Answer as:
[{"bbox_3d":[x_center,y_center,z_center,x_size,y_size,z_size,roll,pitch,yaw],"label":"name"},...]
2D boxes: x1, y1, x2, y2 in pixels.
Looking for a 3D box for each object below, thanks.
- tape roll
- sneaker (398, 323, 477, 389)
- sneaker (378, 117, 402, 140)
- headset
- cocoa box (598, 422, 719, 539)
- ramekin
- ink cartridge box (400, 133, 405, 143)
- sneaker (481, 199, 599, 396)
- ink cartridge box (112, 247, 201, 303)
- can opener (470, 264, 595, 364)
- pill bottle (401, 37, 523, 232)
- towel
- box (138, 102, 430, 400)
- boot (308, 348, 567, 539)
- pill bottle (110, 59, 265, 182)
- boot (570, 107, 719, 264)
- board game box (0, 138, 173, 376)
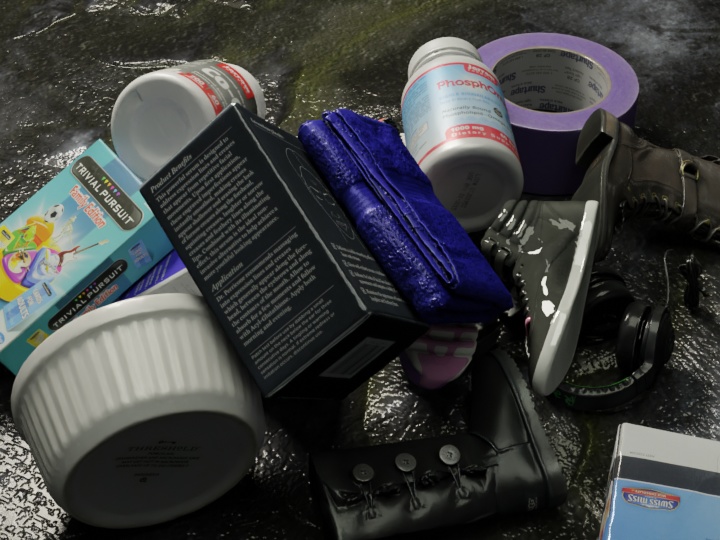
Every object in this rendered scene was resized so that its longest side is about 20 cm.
[{"bbox_3d":[0.208,-0.178,1.371,0.196,0.086,0.202,0,42,0],"label":"tape roll"},{"bbox_3d":[0.042,0.027,1.086,0.080,0.089,0.202,17,43,-30],"label":"sneaker"},{"bbox_3d":[-0.039,-0.083,1.192,0.092,0.071,0.200,0,33,38],"label":"sneaker"},{"bbox_3d":[0.242,0.055,1.131,0.199,0.095,0.123,-38,51,-16],"label":"headset"},{"bbox_3d":[0.268,0.217,0.876,0.196,0.135,0.132,10,42,12],"label":"cocoa box"},{"bbox_3d":[-0.165,0.119,0.956,0.199,0.204,0.095,-14,54,-15],"label":"ramekin"},{"bbox_3d":[-0.010,-0.074,1.260,0.158,0.051,0.201,-1,37,6],"label":"ink cartridge box"},{"bbox_3d":[0.148,0.018,1.086,0.097,0.071,0.202,8,57,16],"label":"sneaker"},{"bbox_3d":[-0.169,-0.025,1.183,0.198,0.044,0.199,-25,27,24],"label":"ink cartridge box"},{"bbox_3d":[0.144,0.026,1.161,0.198,0.067,0.052,-24,47,-37],"label":"can opener"},{"bbox_3d":[0.096,-0.142,1.226,0.107,0.110,0.202,-3,45,-3],"label":"pill bottle"},{"bbox_3d":[0.044,-0.047,1.022,0.201,0.049,0.147,56,25,19],"label":"towel"},{"bbox_3d":[-0.057,-0.009,0.966,0.107,0.148,0.201,-38,72,13],"label":"box"},{"bbox_3d":[0.051,0.149,1.018,0.197,0.066,0.166,-14,41,-8],"label":"boot"},{"bbox_3d":[-0.172,-0.160,1.285,0.112,0.116,0.200,9,17,11],"label":"pill bottle"},{"bbox_3d":[0.298,-0.065,1.227,0.172,0.069,0.202,23,56,-13],"label":"boot"},{"bbox_3d":[-0.279,-0.015,1.149,0.200,0.047,0.151,-43,46,-8],"label":"board game box"}]
